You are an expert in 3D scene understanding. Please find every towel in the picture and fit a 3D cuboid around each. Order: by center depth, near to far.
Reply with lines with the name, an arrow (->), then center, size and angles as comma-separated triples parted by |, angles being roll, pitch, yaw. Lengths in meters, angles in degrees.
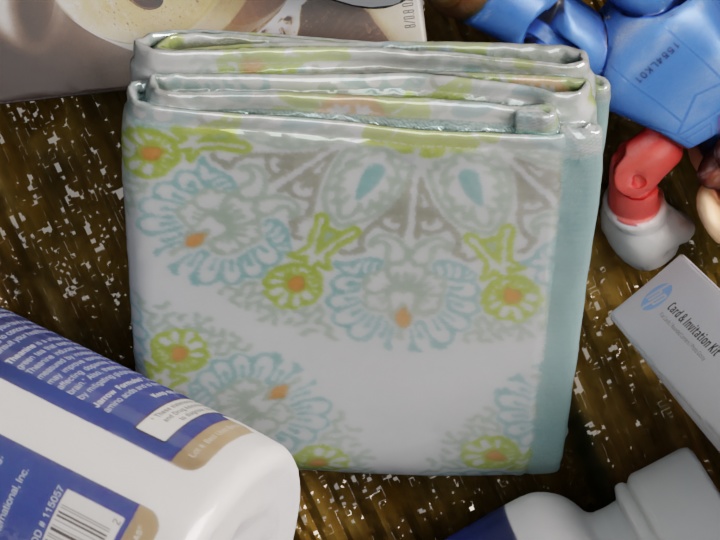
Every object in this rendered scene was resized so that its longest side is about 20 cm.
towel -> 0.000, 0.000, 0.766 | 0.170, 0.048, 0.201 | 3, 131, 1

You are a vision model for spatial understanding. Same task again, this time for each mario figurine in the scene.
mario figurine -> 0.120, -0.077, 0.778 | 0.200, 0.123, 0.106 | 38, 58, -18

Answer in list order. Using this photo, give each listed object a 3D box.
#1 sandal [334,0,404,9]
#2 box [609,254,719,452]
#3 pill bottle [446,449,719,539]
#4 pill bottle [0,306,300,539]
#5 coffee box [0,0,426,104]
sandal -> -0.068, -0.138, 0.697 | 0.199, 0.043, 0.076 | 9, 97, -3
box -> 0.182, 0.099, 0.749 | 0.041, 0.156, 0.200 | -41, 112, 4
pill bottle -> 0.060, 0.156, 0.787 | 0.199, 0.120, 0.120 | -30, 99, 3
pill bottle -> -0.131, 0.075, 0.758 | 0.199, 0.111, 0.111 | 24, 99, 18
coffee box -> -0.081, -0.125, 0.762 | 0.199, 0.080, 0.114 | -7, 101, 0
